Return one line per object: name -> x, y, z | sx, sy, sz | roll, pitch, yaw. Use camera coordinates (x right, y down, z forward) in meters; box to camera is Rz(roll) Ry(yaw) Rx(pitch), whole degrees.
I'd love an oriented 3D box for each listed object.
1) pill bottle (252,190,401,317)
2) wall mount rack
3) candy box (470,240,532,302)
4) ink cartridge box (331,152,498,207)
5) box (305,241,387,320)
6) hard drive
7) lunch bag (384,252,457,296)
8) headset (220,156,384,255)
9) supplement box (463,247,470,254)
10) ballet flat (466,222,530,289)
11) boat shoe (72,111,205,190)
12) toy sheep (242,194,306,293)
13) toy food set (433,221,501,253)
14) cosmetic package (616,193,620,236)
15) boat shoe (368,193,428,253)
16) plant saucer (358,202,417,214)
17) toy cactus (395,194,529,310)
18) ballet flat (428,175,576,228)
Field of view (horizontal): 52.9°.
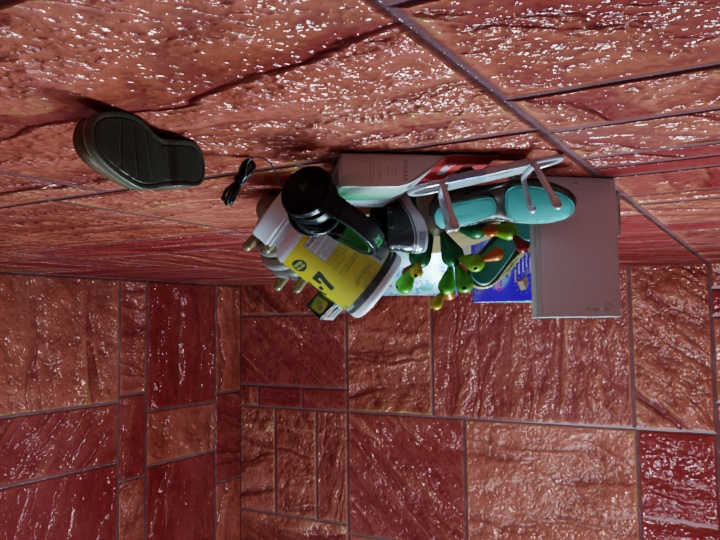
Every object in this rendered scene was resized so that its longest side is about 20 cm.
pill bottle -> -0.050, -0.032, 1.053 | 0.200, 0.114, 0.114 | 37, 171, -6
wall mount rack -> 0.160, -0.090, 0.879 | 0.199, 0.075, 0.174 | -13, 179, 4
candy box -> 0.320, -0.021, 1.432 | 0.199, 0.170, 0.077 | -1, 179, 8
ink cartridge box -> 0.062, -0.115, 0.951 | 0.199, 0.050, 0.161 | 2, 176, -7
box -> 0.000, 0.000, 1.207 | 0.035, 0.200, 0.110 | 44, -177, 10
hard drive -> 0.308, -0.033, 1.042 | 0.131, 0.201, 0.026 | 0, 175, -13
lunch bag -> 0.104, -0.046, 1.412 | 0.169, 0.128, 0.200 | -2, 147, 13
headset -> -0.068, -0.071, 0.884 | 0.200, 0.094, 0.124 | 33, 171, 6
supplement box -> 0.181, -0.054, 1.624 | 0.126, 0.074, 0.200 | -5, 174, 38
ballet flat -> 0.241, -0.050, 1.139 | 0.071, 0.200, 0.071 | 43, 180, 0
boat shoe -> -0.238, -0.112, 0.748 | 0.068, 0.072, 0.200 | -3, 175, 16
toy sheep -> -0.104, -0.042, 1.167 | 0.137, 0.138, 0.200 | -3, 134, 33
toy food set -> 0.174, -0.078, 1.204 | 0.198, 0.049, 0.199 | -24, 165, 40
cosmetic package -> 0.343, -0.084, 1.249 | 0.103, 0.074, 0.200 | 1, 177, -18
boat shoe -> 0.042, -0.070, 1.052 | 0.066, 0.070, 0.200 | -5, -155, -10
plant saucer -> 0.021, -0.098, 1.247 | 0.199, 0.036, 0.200 | 0, 175, 0
toy cactus -> 0.135, -0.042, 1.082 | 0.199, 0.166, 0.102 | -30, 159, 18
ballet flat -> 0.193, -0.102, 1.002 | 0.199, 0.068, 0.069 | -2, -144, 6
